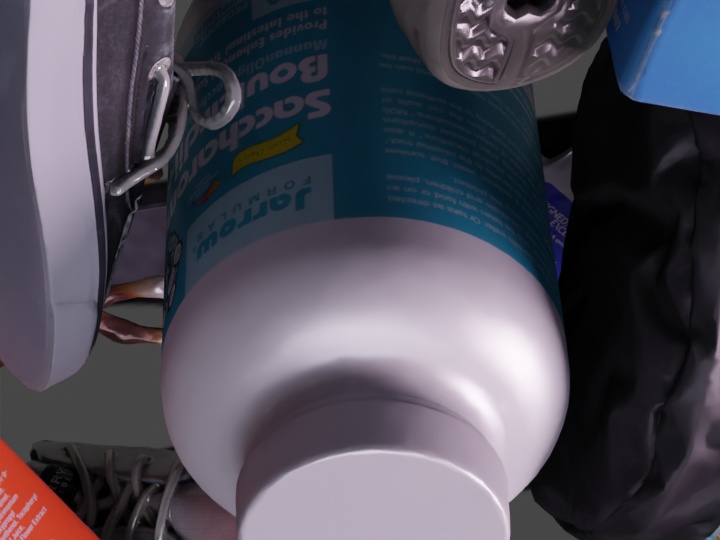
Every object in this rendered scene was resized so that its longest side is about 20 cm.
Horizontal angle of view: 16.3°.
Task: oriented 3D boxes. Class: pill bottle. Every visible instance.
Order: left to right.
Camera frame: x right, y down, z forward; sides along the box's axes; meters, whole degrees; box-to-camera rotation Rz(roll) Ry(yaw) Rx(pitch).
[{"bbox_3d":[0.000,0.000,0.703,0.110,0.200,0.111,-2,133,-2],"label":"pill bottle"}]

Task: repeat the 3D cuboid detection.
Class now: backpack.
[{"bbox_3d":[0.159,0.015,0.702,0.199,0.127,0.167,5,110,-14],"label":"backpack"}]

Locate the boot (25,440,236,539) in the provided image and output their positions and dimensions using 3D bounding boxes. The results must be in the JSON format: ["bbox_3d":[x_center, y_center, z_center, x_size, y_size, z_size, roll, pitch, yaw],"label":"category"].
[{"bbox_3d":[-0.069,0.090,0.832,0.095,0.074,0.200,20,156,-13],"label":"boot"}]

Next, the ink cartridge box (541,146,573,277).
[{"bbox_3d":[0.039,0.017,0.834,0.200,0.037,0.095,-33,125,28],"label":"ink cartridge box"}]

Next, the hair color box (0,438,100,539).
[{"bbox_3d":[-0.164,0.074,0.796,0.200,0.064,0.111,47,143,-17],"label":"hair color box"}]

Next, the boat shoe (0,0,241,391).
[{"bbox_3d":[-0.074,-0.051,0.668,0.068,0.074,0.200,-25,138,-27],"label":"boat shoe"}]

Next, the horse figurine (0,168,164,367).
[{"bbox_3d":[-0.118,-0.013,0.785,0.132,0.050,0.200,-5,138,9],"label":"horse figurine"}]

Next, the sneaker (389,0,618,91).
[{"bbox_3d":[0.031,-0.152,0.587,0.076,0.114,0.200,-11,136,-26],"label":"sneaker"}]

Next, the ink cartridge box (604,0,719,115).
[{"bbox_3d":[0.122,-0.155,0.602,0.083,0.145,0.200,9,132,-12],"label":"ink cartridge box"}]
